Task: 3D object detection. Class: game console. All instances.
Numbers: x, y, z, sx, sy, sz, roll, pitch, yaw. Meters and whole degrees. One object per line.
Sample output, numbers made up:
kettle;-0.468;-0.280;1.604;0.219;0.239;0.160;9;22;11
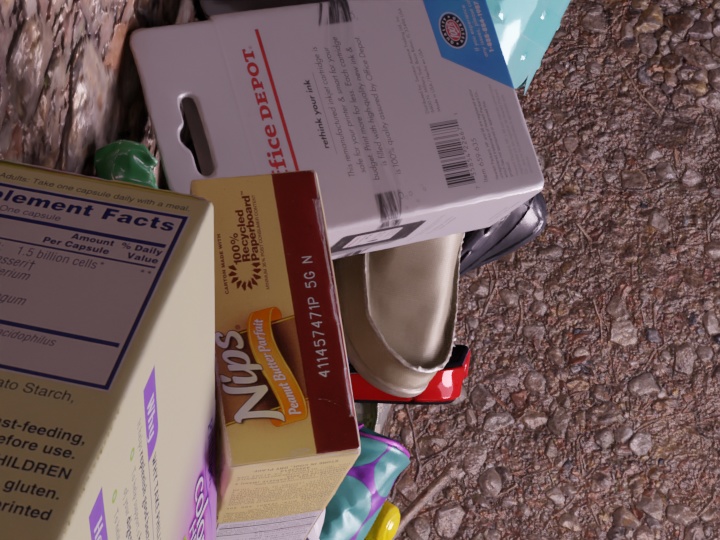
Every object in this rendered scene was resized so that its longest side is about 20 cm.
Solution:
game console;-0.008;0.072;1.023;0.200;0.174;0.032;-5;97;-83

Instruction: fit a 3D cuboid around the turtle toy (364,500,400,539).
turtle toy;-0.049;0.213;1.144;0.101;0.144;0.202;-41;146;-45

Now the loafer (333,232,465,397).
loafer;0.027;-0.031;0.786;0.068;0.075;0.203;-25;-121;52

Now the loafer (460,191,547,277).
loafer;0.047;-0.013;1.053;0.070;0.199;0.069;36;25;-49

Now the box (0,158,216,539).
box;-0.116;0.098;0.428;0.201;0.095;0.178;-72;170;-46

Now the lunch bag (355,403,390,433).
lunch bag;-0.012;0.038;1.206;0.164;0.116;0.203;-48;152;-84

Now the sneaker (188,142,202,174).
sneaker;-0.059;-0.061;0.823;0.200;0.075;0.092;-69;164;-66

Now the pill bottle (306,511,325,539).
pill bottle;-0.082;0.191;0.785;0.201;0.118;0.121;-69;168;-58

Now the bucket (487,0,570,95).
bucket;0.067;-0.232;0.980;0.136;0.206;0.207;-60;178;11

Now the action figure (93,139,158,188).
action figure;-0.103;0.044;0.614;0.118;0.054;0.203;145;-54;-86

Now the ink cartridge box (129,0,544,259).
ink cartridge box;-0.018;-0.068;0.699;0.067;0.198;0.117;-34;-110;61

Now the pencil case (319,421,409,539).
pencil case;-0.050;0.194;0.986;0.201;0.085;0.092;-58;143;-8

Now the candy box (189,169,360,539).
candy box;-0.048;0.052;0.610;0.200;0.054;0.117;112;-29;-67

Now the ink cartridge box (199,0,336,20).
ink cartridge box;-0.033;-0.193;0.783;0.200;0.082;0.149;76;25;-75
